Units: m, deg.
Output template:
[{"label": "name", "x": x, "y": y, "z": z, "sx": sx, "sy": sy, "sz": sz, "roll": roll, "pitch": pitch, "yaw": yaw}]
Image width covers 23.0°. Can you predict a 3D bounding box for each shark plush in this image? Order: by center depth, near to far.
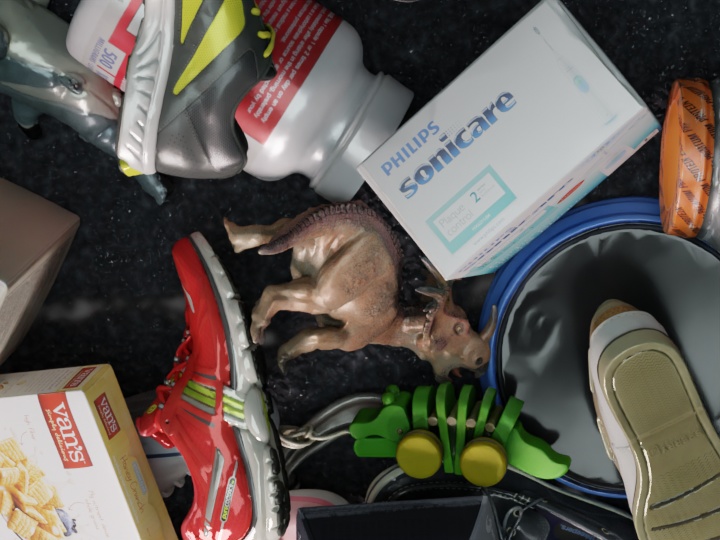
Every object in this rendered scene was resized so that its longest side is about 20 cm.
[{"label": "shark plush", "x": -0.199, "y": -0.120, "z": 1.137, "sx": 0.199, "sy": 0.091, "sz": 0.083, "roll": 32, "pitch": 126, "yaw": -21}]

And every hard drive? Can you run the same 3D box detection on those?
[{"label": "hard drive", "x": 0.029, "y": 0.229, "z": 1.141, "sx": 0.133, "sy": 0.043, "sz": 0.201, "roll": -4, "pitch": 130, "yaw": 4}]

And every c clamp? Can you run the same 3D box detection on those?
[{"label": "c clamp", "x": 0.000, "y": 0.189, "z": 1.197, "sx": 0.170, "sy": 0.027, "sz": 0.201, "roll": -25, "pitch": 101, "yaw": 8}]

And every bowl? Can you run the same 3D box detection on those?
[{"label": "bowl", "x": 0.175, "y": 0.054, "z": 1.153, "sx": 0.198, "sy": 0.039, "sz": 0.203, "roll": 0, "pitch": 102, "yaw": 2}]

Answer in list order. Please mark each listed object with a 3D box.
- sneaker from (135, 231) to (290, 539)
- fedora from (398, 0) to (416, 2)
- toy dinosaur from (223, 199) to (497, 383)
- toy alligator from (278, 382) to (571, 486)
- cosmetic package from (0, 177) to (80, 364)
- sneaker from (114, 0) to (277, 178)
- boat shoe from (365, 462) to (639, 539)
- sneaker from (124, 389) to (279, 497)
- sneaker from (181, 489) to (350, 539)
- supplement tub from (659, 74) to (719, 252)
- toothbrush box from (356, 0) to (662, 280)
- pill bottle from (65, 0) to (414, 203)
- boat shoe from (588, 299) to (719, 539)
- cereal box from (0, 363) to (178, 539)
[{"label": "sneaker", "x": -0.099, "y": 0.075, "z": 1.089, "sx": 0.084, "sy": 0.077, "sz": 0.202, "roll": -12, "pitch": 78, "yaw": 0}, {"label": "fedora", "x": -0.033, "y": -0.244, "z": 1.045, "sx": 0.090, "sy": 0.176, "sz": 0.202, "roll": -15, "pitch": 80, "yaw": 33}, {"label": "toy dinosaur", "x": 0.000, "y": 0.000, "z": 1.090, "sx": 0.134, "sy": 0.200, "sz": 0.086, "roll": -19, "pitch": 57, "yaw": 11}, {"label": "toy alligator", "x": 0.037, "y": 0.096, "z": 1.131, "sx": 0.198, "sy": 0.059, "sz": 0.055, "roll": 6, "pitch": 110, "yaw": 14}, {"label": "cosmetic package", "x": -0.248, "y": 0.010, "z": 1.080, "sx": 0.087, "sy": 0.200, "sz": 0.104, "roll": 27, "pitch": 101, "yaw": -3}, {"label": "sneaker", "x": -0.083, "y": -0.146, "z": 0.998, "sx": 0.084, "sy": 0.075, "sz": 0.202, "roll": 12, "pitch": 107, "yaw": -8}, {"label": "boat shoe", "x": 0.100, "y": 0.172, "z": 1.156, "sx": 0.198, "sy": 0.062, "sz": 0.075, "roll": 17, "pitch": 113, "yaw": -10}, {"label": "sneaker", "x": -0.144, "y": 0.125, "z": 1.174, "sx": 0.198, "sy": 0.073, "sz": 0.071, "roll": -10, "pitch": 111, "yaw": 14}, {"label": "sneaker", "x": -0.096, "y": 0.211, "z": 1.151, "sx": 0.198, "sy": 0.105, "sz": 0.076, "roll": -19, "pitch": 104, "yaw": 16}, {"label": "supplement tub", "x": 0.288, "y": -0.064, "z": 1.080, "sx": 0.198, "sy": 0.123, "sz": 0.124, "roll": 4, "pitch": 103, "yaw": 3}, {"label": "toothbrush box", "x": 0.094, "y": -0.074, "z": 1.040, "sx": 0.146, "sy": 0.200, "sz": 0.085, "roll": -41, "pitch": 82, "yaw": 9}, {"label": "pill bottle", "x": -0.071, "y": -0.128, "z": 1.086, "sx": 0.199, "sy": 0.112, "sz": 0.113, "roll": 33, "pitch": 102, "yaw": -4}, {"label": "boat shoe", "x": 0.190, "y": 0.105, "z": 1.109, "sx": 0.074, "sy": 0.069, "sz": 0.201, "roll": -18, "pitch": 122, "yaw": 1}, {"label": "cereal box", "x": -0.221, "y": 0.137, "z": 1.129, "sx": 0.198, "sy": 0.040, "sz": 0.145, "roll": -7, "pitch": 112, "yaw": 31}]
